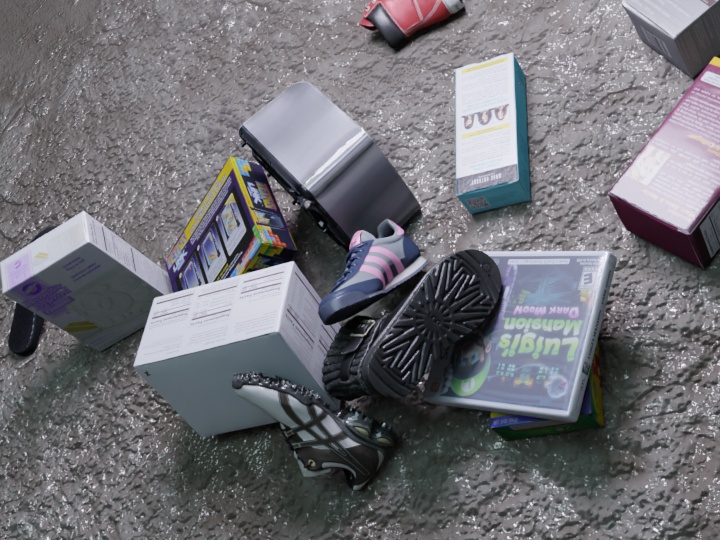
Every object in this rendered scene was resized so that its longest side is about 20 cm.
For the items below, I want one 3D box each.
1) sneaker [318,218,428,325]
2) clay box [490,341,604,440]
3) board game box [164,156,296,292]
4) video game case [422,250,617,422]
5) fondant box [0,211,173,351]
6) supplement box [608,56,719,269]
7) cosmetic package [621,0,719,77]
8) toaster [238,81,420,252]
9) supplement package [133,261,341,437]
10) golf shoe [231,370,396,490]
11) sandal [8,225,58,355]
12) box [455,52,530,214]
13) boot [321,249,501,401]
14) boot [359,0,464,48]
[{"bbox_3d":[0.000,0.000,1.274,0.070,0.200,0.082,-35,87,35],"label":"sneaker"},{"bbox_3d":[0.201,0.079,1.197,0.115,0.048,0.200,-14,58,26],"label":"clay box"},{"bbox_3d":[-0.174,-0.019,1.422,0.200,0.057,0.166,-52,43,31],"label":"board game box"},{"bbox_3d":[0.168,0.065,1.173,0.200,0.023,0.182,1,68,46],"label":"video game case"},{"bbox_3d":[-0.363,0.020,1.468,0.144,0.200,0.058,-29,52,14],"label":"fondant box"},{"bbox_3d":[0.380,-0.117,1.184,0.110,0.086,0.200,34,83,39],"label":"supplement box"},{"bbox_3d":[0.427,-0.339,1.288,0.200,0.090,0.107,-43,47,5],"label":"cosmetic package"},{"bbox_3d":[-0.036,-0.119,1.369,0.119,0.181,0.200,-44,49,-1],"label":"toaster"},{"bbox_3d":[-0.138,0.100,1.307,0.200,0.156,0.111,-14,43,24],"label":"supplement package"},{"bbox_3d":[-0.061,0.181,1.215,0.095,0.200,0.078,-65,10,-3],"label":"golf shoe"},{"bbox_3d":[-0.483,0.031,1.642,0.075,0.045,0.200,6,80,39],"label":"sandal"},{"bbox_3d":[0.166,-0.174,1.368,0.082,0.049,0.200,-12,57,25],"label":"box"},{"bbox_3d":[0.051,0.062,1.222,0.211,0.079,0.158,-43,8,-18],"label":"boot"},{"bbox_3d":[0.043,-0.424,1.550,0.144,0.072,0.200,-28,73,17],"label":"boot"}]
